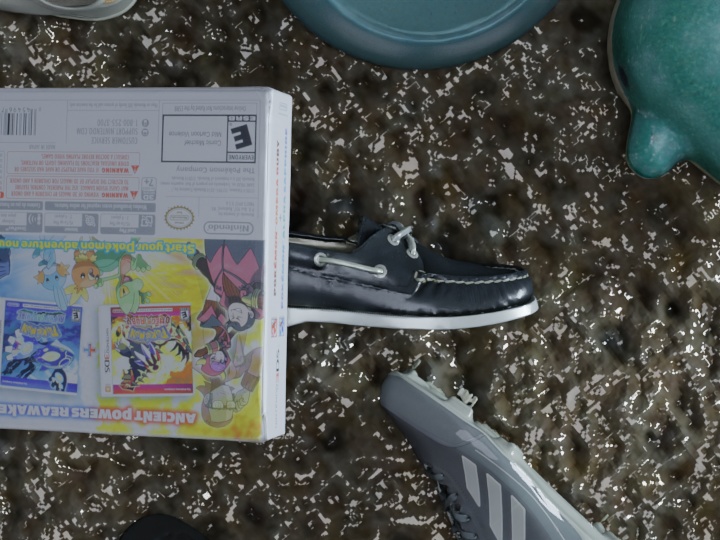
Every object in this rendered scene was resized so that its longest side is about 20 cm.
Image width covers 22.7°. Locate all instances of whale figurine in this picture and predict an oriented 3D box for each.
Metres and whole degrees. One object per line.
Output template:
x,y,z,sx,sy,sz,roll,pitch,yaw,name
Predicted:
0.222,-0.095,0.997,0.158,0.104,0.201,-26,93,-5,whale figurine

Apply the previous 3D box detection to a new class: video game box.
-0.135,-0.005,0.961,0.198,0.047,0.184,2,88,16,video game box

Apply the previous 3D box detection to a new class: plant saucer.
0.038,-0.204,0.981,0.198,0.027,0.202,-3,112,-6,plant saucer

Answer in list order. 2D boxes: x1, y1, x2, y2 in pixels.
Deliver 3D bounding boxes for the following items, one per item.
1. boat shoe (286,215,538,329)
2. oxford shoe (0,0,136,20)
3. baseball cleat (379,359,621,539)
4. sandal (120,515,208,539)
0.000,0.000,0.991,0.198,0.076,0.061,-1,96,-6,boat shoe
-0.217,-0.174,0.978,0.198,0.058,0.076,6,92,-4,oxford shoe
0.071,0.147,1.002,0.200,0.070,0.107,41,86,-4,baseball cleat
-0.048,0.203,0.982,0.199,0.045,0.075,36,49,-4,sandal
